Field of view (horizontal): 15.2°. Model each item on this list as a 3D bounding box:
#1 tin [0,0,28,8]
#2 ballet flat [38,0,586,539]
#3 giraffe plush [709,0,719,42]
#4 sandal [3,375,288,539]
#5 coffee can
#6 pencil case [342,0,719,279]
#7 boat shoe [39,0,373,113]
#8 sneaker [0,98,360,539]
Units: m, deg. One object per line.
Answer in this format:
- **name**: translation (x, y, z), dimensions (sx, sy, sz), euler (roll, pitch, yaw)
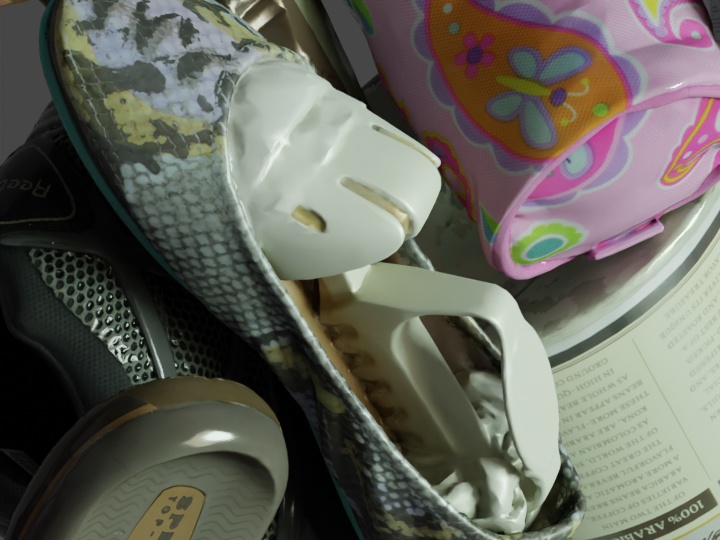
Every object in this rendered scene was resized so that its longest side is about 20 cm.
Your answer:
- **tin**: translation (-0.089, -0.158, 0.609), dimensions (0.042, 0.112, 0.201), euler (8, 85, -65)
- **ballet flat**: translation (0.000, 0.000, 0.664), dimensions (0.201, 0.072, 0.072), euler (57, 47, -27)
- **giraffe plush**: translation (0.213, -0.088, 0.924), dimensions (0.200, 0.162, 0.173), euler (-98, 177, -69)
- **sandal**: translation (-0.064, 0.117, 0.637), dimensions (0.082, 0.055, 0.200), euler (8, 119, -43)
- **coffee can**: translation (0.080, 0.037, 0.824), dimensions (0.200, 0.146, 0.147), euler (57, 47, -39)
- **pencil case**: translation (0.025, -0.097, 0.721), dimensions (0.087, 0.087, 0.200), euler (7, 46, -55)
- **boat shoe**: translation (-0.056, -0.097, 0.708), dimensions (0.076, 0.071, 0.200), euler (-90, 157, -57)
- **sneaker**: translation (-0.051, 0.060, 0.703), dimensions (0.114, 0.076, 0.200), euler (-53, 128, -38)
